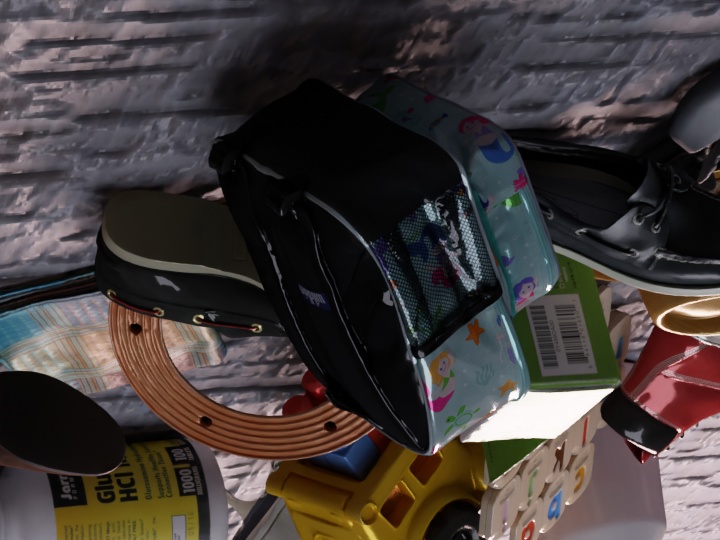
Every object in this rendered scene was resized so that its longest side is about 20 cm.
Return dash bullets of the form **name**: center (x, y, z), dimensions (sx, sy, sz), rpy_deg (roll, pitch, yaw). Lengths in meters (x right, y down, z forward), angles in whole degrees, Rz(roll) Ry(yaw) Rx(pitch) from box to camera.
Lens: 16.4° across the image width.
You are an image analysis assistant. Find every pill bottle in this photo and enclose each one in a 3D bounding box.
- **pill bottle**: center (-0.211, 0.192, 1.927), dimensions (0.200, 0.113, 0.112), rpy_deg (-4, 157, -23)

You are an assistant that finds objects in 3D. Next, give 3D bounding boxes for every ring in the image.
- **ring**: center (-0.062, 0.037, 1.602), dimensions (0.200, 0.019, 0.201), rpy_deg (3, 122, 5)

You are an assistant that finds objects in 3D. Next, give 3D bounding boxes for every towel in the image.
- **towel**: center (-0.176, 0.044, 1.701), dimensions (0.147, 0.022, 0.200), rpy_deg (-13, 159, 3)

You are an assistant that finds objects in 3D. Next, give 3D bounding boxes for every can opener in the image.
- **can opener**: center (0.196, -0.076, 1.594), dimensions (0.067, 0.053, 0.200), rpy_deg (35, 138, -20)

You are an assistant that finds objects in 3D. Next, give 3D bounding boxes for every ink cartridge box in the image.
- **ink cartridge box**: center (0.085, 0.048, 1.681), dimensions (0.076, 0.148, 0.200), rpy_deg (-2, 157, -24)

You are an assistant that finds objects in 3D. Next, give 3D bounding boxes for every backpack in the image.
- **backpack**: center (0.020, -0.003, 1.411), dimensions (0.151, 0.178, 0.200), rpy_deg (-29, 121, -20)

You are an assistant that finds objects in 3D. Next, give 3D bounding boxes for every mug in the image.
- **mug**: center (0.190, 0.175, 2.061), dimensions (0.149, 0.153, 0.187), rpy_deg (-22, 157, 22)

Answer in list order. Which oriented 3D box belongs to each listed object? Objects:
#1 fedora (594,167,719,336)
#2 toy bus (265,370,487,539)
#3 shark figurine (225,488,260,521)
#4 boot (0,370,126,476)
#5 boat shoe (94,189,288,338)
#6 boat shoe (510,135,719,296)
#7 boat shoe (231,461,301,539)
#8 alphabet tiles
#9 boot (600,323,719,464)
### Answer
- **fedora**: center (0.253, -0.007, 1.730), dimensions (0.200, 0.082, 0.201), rpy_deg (-12, 159, -4)
- **toy bus**: center (0.023, 0.126, 1.861), dimensions (0.136, 0.200, 0.192), rpy_deg (13, 146, 42)
- **shark figurine**: center (-0.050, 0.197, 2.094), dimensions (0.214, 0.089, 0.128), rpy_deg (-5, 125, -40)
- **boot**: center (-0.266, 0.133, 1.769), dimensions (0.186, 0.064, 0.200), rpy_deg (20, 151, -3)
- **boat shoe**: center (-0.064, 0.005, 1.532), dimensions (0.201, 0.074, 0.063), rpy_deg (13, 140, -5)
- **boat shoe**: center (0.163, -0.042, 1.547), dimensions (0.199, 0.075, 0.066), rpy_deg (19, 145, 13)
- **boat shoe**: center (-0.039, 0.178, 1.968), dimensions (0.075, 0.200, 0.062), rpy_deg (40, 168, -24)
- **alphabet tiles**: center (0.146, 0.113, 1.864), dimensions (0.200, 0.015, 0.196), rpy_deg (-41, 143, -44)
- **boot**: center (0.280, 0.094, 1.943), dimensions (0.200, 0.072, 0.144), rpy_deg (14, 117, -38)
